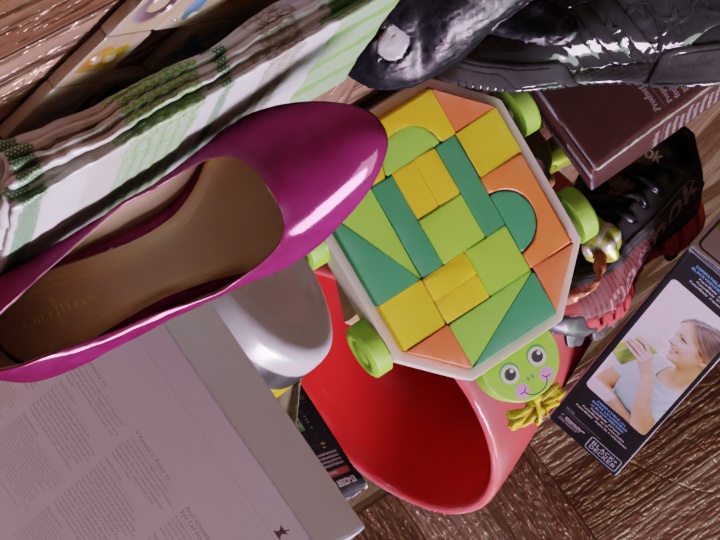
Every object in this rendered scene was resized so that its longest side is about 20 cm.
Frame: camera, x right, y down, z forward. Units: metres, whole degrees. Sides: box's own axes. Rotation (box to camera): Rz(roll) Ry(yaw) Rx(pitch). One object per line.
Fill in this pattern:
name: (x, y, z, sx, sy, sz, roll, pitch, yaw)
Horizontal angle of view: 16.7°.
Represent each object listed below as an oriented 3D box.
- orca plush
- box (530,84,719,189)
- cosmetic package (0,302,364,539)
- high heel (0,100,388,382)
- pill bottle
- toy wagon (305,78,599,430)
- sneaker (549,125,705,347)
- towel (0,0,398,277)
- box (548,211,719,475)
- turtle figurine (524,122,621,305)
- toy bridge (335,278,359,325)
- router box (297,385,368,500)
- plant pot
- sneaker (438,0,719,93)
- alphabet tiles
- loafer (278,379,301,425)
orca plush: (0.084, -0.136, 1.160, 0.200, 0.071, 0.105, -33, 171, -15)
box: (0.183, -0.145, 1.383, 0.200, 0.100, 0.075, -34, 171, -3)
cosmetic package: (-0.114, 0.086, 1.173, 0.151, 0.200, 0.052, -39, 171, 30)
high heel: (-0.079, -0.006, 1.035, 0.200, 0.068, 0.096, -32, -173, 26)
pill bottle: (-0.121, 0.056, 1.269, 0.200, 0.114, 0.114, -39, 170, 22)
toy wagon: (0.058, -0.004, 1.342, 0.155, 0.200, 0.040, -32, -172, -14)
sneaker: (0.151, -0.030, 1.488, 0.200, 0.071, 0.098, -40, 144, -45)
towel: (-0.078, -0.067, 1.047, 0.200, 0.031, 0.149, -31, 176, -19)
box: (0.208, 0.029, 1.527, 0.117, 0.060, 0.200, -43, 171, -39)
turtle figurine: (0.087, -0.063, 1.454, 0.161, 0.200, 0.065, -50, 134, -23)
toy bridge: (0.000, 0.000, 1.402, 0.200, 0.067, 0.027, 23, 130, -38)
router box: (-0.089, 0.097, 1.476, 0.062, 0.150, 0.200, -37, 170, 18)
plant pot: (0.062, 0.026, 1.580, 0.177, 0.200, 0.200, -43, 176, -31)
sneaker: (0.140, -0.151, 1.309, 0.199, 0.105, 0.060, -1, -166, -3)
alphabet tiles: (-0.037, -0.123, 0.996, 0.200, 0.008, 0.167, -40, 170, 29)
loafer: (-0.068, 0.046, 1.372, 0.200, 0.075, 0.068, -94, -155, -53)
